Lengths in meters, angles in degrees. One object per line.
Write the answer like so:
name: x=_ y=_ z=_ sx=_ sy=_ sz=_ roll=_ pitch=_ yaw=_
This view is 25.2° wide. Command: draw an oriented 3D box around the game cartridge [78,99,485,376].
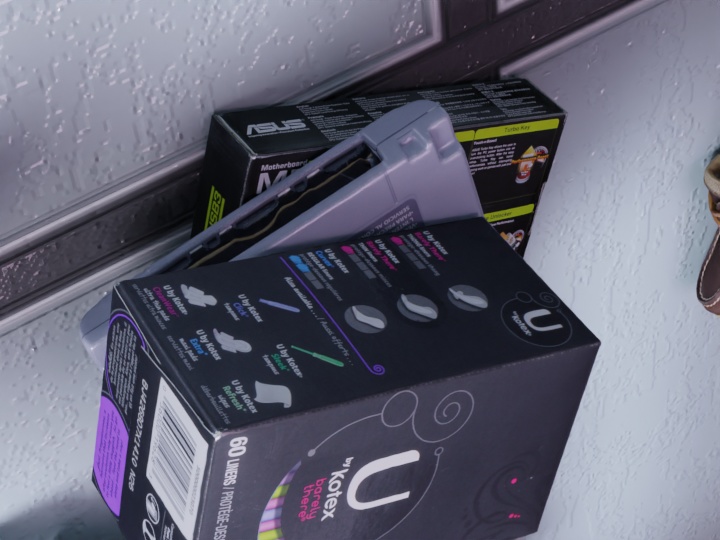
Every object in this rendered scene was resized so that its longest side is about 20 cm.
game cartridge: x=-0.027 y=0.018 z=0.783 sx=0.199 sy=0.041 sz=0.134 roll=-33 pitch=134 yaw=-10

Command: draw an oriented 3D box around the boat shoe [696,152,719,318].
boat shoe: x=0.247 y=-0.054 z=1.012 sx=0.071 sy=0.073 sz=0.201 roll=11 pitch=132 yaw=-11

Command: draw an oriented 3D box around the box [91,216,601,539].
box: x=-0.008 y=0.066 z=0.731 sx=0.198 sy=0.106 sz=0.123 roll=-11 pitch=131 yaw=-31

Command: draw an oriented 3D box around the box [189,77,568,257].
box: x=0.000 y=0.000 z=0.850 sx=0.198 sy=0.048 sz=0.195 roll=-11 pitch=128 yaw=-33
